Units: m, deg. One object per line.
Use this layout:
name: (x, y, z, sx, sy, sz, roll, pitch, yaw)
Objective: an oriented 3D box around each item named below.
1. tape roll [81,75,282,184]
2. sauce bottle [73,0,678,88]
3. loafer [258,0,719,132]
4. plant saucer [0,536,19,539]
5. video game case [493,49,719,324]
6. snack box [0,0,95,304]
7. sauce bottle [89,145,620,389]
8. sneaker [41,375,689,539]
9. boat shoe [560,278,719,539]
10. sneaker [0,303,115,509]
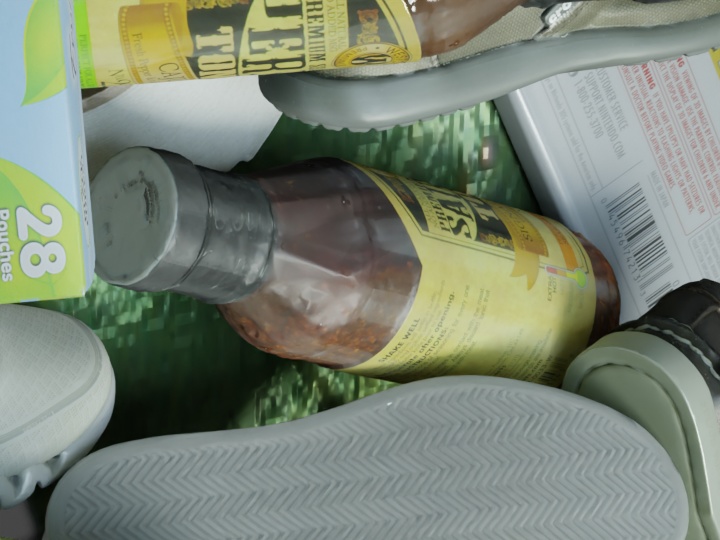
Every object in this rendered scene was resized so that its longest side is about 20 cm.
tape roll: (-0.097, -0.098, 0.867, 0.202, 0.037, 0.204, -11, 114, -27)
sauce bottle: (-0.010, -0.086, 0.816, 0.199, 0.065, 0.065, -5, 115, 0)
loafer: (0.059, -0.098, 0.903, 0.199, 0.075, 0.070, -21, 119, -32)
plant saucer: (-0.091, 0.118, 0.883, 0.200, 0.199, 0.031, 33, 60, -36)
video game case: (0.126, -0.087, 1.014, 0.182, 0.023, 0.201, -35, 122, -14)
snack box: (-0.172, -0.070, 0.746, 0.199, 0.068, 0.170, -6, 96, -4)
sauce bottle: (0.000, 0.000, 0.923, 0.199, 0.066, 0.066, 14, 103, -50)
sneaker: (-0.006, 0.087, 0.944, 0.199, 0.116, 0.074, -1, 68, -14)
boat shoe: (0.111, 0.100, 0.994, 0.061, 0.071, 0.202, -38, 132, -43)
sneaker: (-0.155, 0.024, 0.849, 0.199, 0.075, 0.081, 0, 126, -32)
